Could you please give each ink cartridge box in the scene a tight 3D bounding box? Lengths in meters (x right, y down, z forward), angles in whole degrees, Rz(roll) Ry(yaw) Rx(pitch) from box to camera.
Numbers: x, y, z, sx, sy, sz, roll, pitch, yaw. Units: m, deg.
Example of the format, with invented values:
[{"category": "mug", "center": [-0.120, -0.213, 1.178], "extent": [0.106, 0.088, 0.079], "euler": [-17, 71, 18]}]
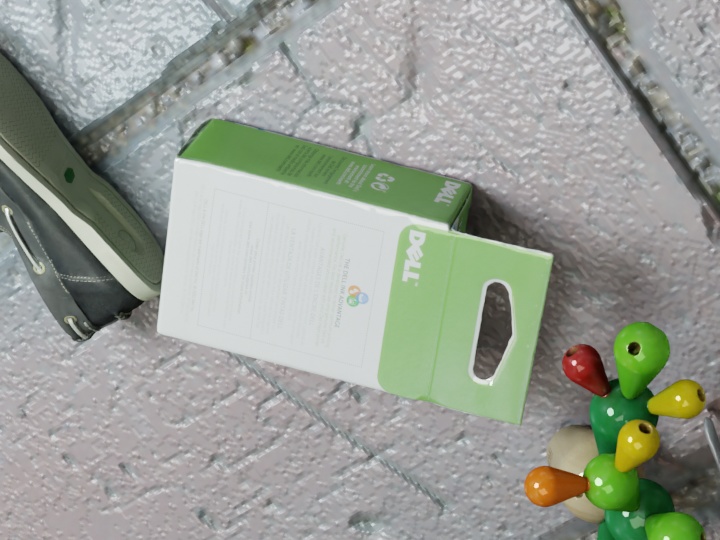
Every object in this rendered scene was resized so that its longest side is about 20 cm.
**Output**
[{"category": "ink cartridge box", "center": [0.000, 0.000, 1.055], "extent": [0.199, 0.059, 0.104], "euler": [14, 118, 10]}]

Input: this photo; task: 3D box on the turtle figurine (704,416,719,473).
[{"category": "turtle figurine", "center": [0.257, 0.143, 0.960], "extent": [0.143, 0.194, 0.201], "euler": [-8, 122, -15]}]

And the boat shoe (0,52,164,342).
[{"category": "boat shoe", "center": [-0.187, -0.051, 1.081], "extent": [0.068, 0.072, 0.200], "euler": [-32, 104, 22]}]

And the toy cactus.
[{"category": "toy cactus", "center": [0.123, 0.120, 1.012], "extent": [0.102, 0.165, 0.201], "euler": [-15, 105, -8]}]
